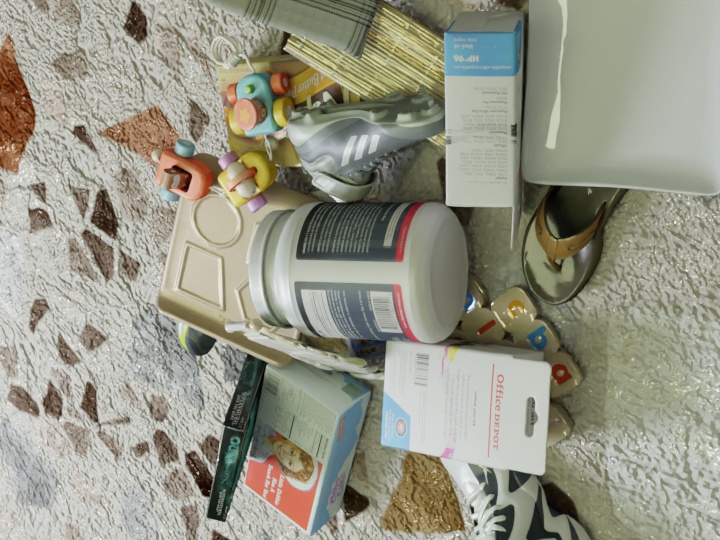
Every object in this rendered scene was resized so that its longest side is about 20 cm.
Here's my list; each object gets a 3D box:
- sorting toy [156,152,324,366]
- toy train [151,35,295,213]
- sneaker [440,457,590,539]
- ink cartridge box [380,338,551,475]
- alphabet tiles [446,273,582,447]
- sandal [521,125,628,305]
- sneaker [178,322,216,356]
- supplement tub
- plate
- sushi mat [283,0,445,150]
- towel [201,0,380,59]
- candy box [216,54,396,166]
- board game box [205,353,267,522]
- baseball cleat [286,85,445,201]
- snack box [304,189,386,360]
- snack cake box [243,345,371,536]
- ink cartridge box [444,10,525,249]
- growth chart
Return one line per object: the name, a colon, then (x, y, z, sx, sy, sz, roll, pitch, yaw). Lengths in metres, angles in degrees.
sorting toy: (-0.132, -0.013, 1.387, 0.183, 0.036, 0.202, 23, 112, 12)
toy train: (-0.154, -0.141, 1.301, 0.149, 0.056, 0.202, 32, 116, 13)
sneaker: (0.138, 0.272, 1.276, 0.199, 0.129, 0.080, 47, 138, 6)
ink cartridge box: (0.121, 0.135, 1.249, 0.198, 0.067, 0.117, 6, 94, 37)
alphabet tiles: (0.139, 0.106, 1.295, 0.195, 0.015, 0.201, -39, 82, 42)
sandal: (0.204, -0.051, 1.152, 0.082, 0.054, 0.201, 40, 127, 18)
sneaker: (-0.157, 0.046, 1.472, 0.081, 0.074, 0.201, 45, 131, 11)
supplement tub: (0.000, 0.000, 1.245, 0.198, 0.140, 0.142, 2, 110, 25)
plate: (0.238, -0.173, 1.071, 0.198, 0.032, 0.203, 7, 99, 37)
sushi mat: (0.026, -0.211, 1.207, 0.199, 0.012, 0.096, 32, 113, 3)
towel: (-0.060, -0.325, 1.150, 0.198, 0.035, 0.195, 18, 95, -12)
candy box: (-0.061, -0.174, 1.314, 0.198, 0.055, 0.117, 3, 110, 37)
board game box: (-0.140, 0.179, 1.434, 0.028, 0.201, 0.137, 13, 121, 0)
baseball cleat: (0.015, -0.123, 1.205, 0.198, 0.070, 0.108, 7, 123, 44)
snack box: (-0.009, 0.003, 1.365, 0.071, 0.024, 0.202, -13, 99, 40)
snack cake box: (-0.067, 0.204, 1.458, 0.114, 0.067, 0.202, 31, 128, 23)
ink cartridge box: (0.118, -0.133, 1.139, 0.067, 0.116, 0.203, 2, 111, 12)
growth chart: (-0.053, 0.089, 1.317, 0.144, 0.198, 0.018, -2, 68, 62)
